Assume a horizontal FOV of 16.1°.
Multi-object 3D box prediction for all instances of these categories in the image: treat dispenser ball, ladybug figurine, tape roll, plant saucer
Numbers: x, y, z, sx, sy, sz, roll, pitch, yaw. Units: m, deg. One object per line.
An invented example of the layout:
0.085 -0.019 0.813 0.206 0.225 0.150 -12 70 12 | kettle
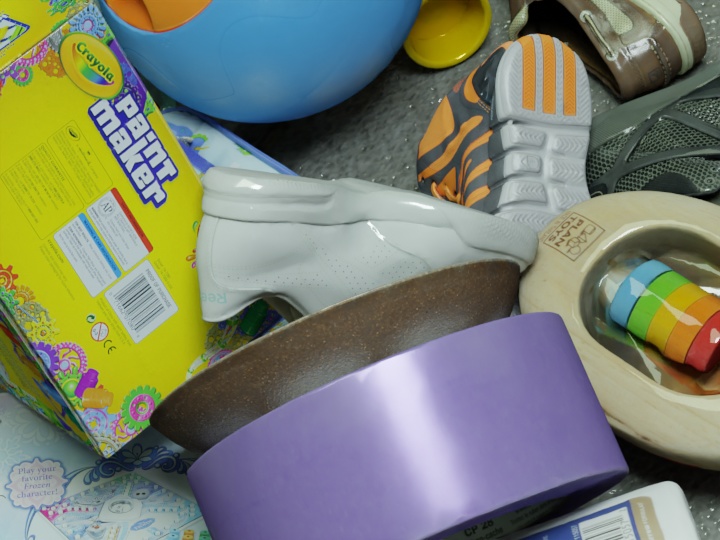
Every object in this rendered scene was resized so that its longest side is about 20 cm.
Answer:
-0.059 -0.188 1.495 0.200 0.201 0.201 -12 46 13 | treat dispenser ball
0.167 0.035 1.313 0.136 0.072 0.200 -44 56 -12 | ladybug figurine
0.023 0.099 1.229 0.200 0.200 0.085 -24 78 1 | tape roll
-0.006 0.053 1.260 0.200 0.200 0.037 -24 79 1 | plant saucer

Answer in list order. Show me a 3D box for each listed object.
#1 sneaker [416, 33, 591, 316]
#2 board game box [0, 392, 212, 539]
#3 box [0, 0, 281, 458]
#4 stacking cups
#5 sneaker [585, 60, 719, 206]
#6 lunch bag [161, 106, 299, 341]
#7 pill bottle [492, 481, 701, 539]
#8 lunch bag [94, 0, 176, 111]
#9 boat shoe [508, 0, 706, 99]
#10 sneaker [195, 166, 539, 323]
0.081 -0.025 1.423 0.112 0.077 0.201 156 123 -63 | sneaker
-0.142 0.150 1.316 0.199 0.043 0.199 -5 53 -2 | board game box
-0.174 -0.038 1.303 0.122 0.200 0.192 -40 31 -17 | box
0.021 -0.207 1.624 0.060 0.061 0.200 -27 43 -2 | stacking cups
0.219 -0.068 1.398 0.199 0.076 0.114 -27 46 3 | sneaker
-0.097 -0.004 1.473 0.161 0.083 0.200 -38 47 -17 | lunch bag
0.075 0.182 1.201 0.199 0.111 0.111 -20 45 6 | pill bottle
-0.224 -0.178 1.602 0.122 0.200 0.170 -37 46 -12 | lunch bag
0.115 -0.167 1.533 0.075 0.075 0.202 -39 47 -13 | boat shoe
0.000 0.000 1.285 0.075 0.200 0.089 16 99 55 | sneaker
